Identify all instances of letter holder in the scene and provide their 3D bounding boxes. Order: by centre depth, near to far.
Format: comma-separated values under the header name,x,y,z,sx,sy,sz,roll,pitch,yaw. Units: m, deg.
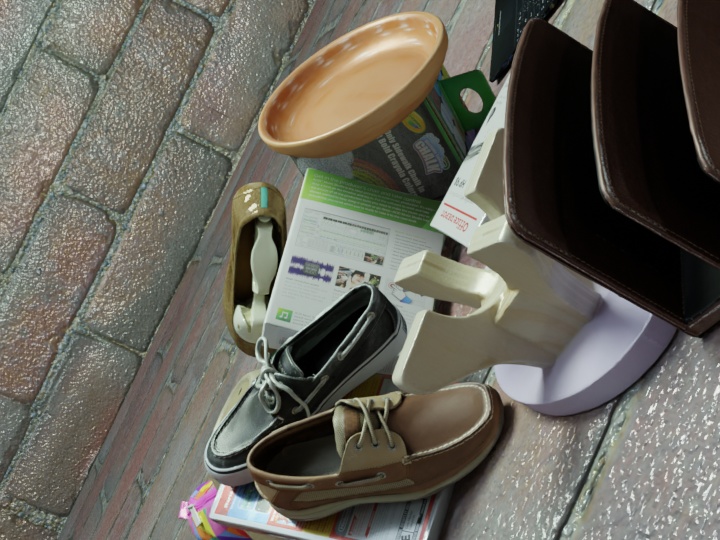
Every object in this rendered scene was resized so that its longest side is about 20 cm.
name,x,y,z,sx,sy,sz,roll,pitch,yaw
letter holder,0.165,-0.090,0.630,0.101,0.142,0.201,-49,20,44

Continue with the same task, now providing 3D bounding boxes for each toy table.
name,x,y,z,sx,sy,sz,roll,pitch,yaw
toy table,0.105,0.011,0.721,0.200,0.117,0.185,-39,28,60

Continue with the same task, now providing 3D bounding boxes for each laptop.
name,x,y,z,sx,sy,sz,roll,pitch,yaw
laptop,0.157,-0.336,1.159,0.200,0.103,0.178,-51,19,40

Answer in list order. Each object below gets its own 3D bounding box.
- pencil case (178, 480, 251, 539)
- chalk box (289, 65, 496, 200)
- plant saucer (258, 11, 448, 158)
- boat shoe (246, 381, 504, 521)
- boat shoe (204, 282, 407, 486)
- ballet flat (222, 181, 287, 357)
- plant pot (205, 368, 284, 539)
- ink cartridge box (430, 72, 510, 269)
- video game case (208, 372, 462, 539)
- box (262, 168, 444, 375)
name,x,y,z,sx,sy,sz,roll,pitch,yaw
pencil case,-0.125,0.246,1.184,0.200,0.088,0.089,-41,26,54
chalk box,0.043,-0.145,1.120,0.199,0.125,0.124,-22,32,19
plant saucer,-0.003,-0.170,1.041,0.199,0.038,0.201,-24,32,16
boat shoe,0.007,0.127,0.806,0.199,0.072,0.076,-24,48,15
boat shoe,-0.053,0.088,0.873,0.199,0.068,0.074,-37,48,3
ballet flat,-0.098,0.014,1.083,0.072,0.067,0.201,-110,24,-60
plant pot,-0.061,0.162,1.003,0.201,0.134,0.201,-57,15,25
ink cartridge box,0.123,-0.065,0.883,0.201,0.066,0.116,-62,15,4
video game case,-0.015,0.146,0.868,0.199,0.017,0.144,3,61,33
box,0.000,0.000,1.016,0.036,0.144,0.201,107,177,-49
